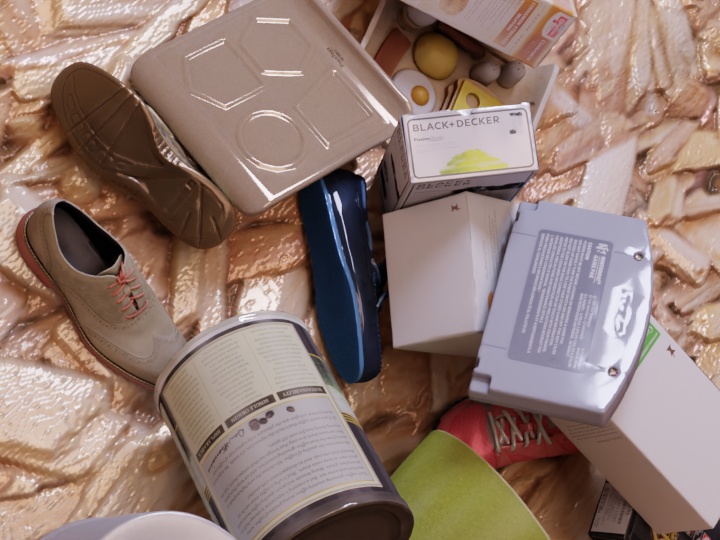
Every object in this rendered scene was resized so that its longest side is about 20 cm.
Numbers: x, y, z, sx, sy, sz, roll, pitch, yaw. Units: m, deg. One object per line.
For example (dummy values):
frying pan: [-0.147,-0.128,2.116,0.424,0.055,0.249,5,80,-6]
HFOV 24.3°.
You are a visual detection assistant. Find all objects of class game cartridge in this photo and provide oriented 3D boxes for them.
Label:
game cartridge: [0.176,0.035,1.405,0.132,0.041,0.201,9,56,15]

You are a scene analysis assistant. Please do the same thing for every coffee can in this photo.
coffee can: [-0.065,0.154,1.357,0.145,0.147,0.201,-11,52,-29]

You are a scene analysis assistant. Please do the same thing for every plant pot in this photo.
plant pot: [0.045,0.272,1.429,0.200,0.187,0.188,-37,96,-16]

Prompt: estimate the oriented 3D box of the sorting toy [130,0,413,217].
sorting toy: [-0.079,-0.156,1.511,0.199,0.037,0.185,-33,74,-28]

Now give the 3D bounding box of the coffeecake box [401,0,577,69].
coffeecake box: [0.097,-0.300,1.594,0.199,0.073,0.154,23,36,-25]

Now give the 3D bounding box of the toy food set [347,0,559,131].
toy food set: [0.090,-0.192,1.616,0.199,0.060,0.144,31,66,-17]

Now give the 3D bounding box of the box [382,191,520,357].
box: [0.121,0.010,1.523,0.199,0.097,0.126,10,72,-50]

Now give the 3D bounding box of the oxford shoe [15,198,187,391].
oxford shoe: [-0.208,0.024,1.402,0.200,0.075,0.071,46,61,-11]

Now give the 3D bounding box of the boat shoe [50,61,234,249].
boat shoe: [-0.191,-0.097,1.456,0.073,0.063,0.200,-42,96,-1]

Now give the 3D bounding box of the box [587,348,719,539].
box: [0.309,0.209,1.599,0.200,0.049,0.200,44,60,-39]

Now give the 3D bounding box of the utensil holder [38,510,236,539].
utensil holder: [-0.175,0.270,1.285,0.169,0.200,0.172,6,77,-24]

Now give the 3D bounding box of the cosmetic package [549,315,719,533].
cosmetic package: [0.247,0.125,1.471,0.200,0.085,0.108,45,63,-11]

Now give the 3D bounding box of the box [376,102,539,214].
box: [0.082,-0.089,1.493,0.116,0.200,0.061,-6,80,-8]

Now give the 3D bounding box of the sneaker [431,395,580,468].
sneaker: [0.158,0.140,1.555,0.199,0.087,0.074,-8,80,-28]

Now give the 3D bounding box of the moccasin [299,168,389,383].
moccasin: [0.000,0.000,1.513,0.068,0.080,0.202,-3,80,-32]
